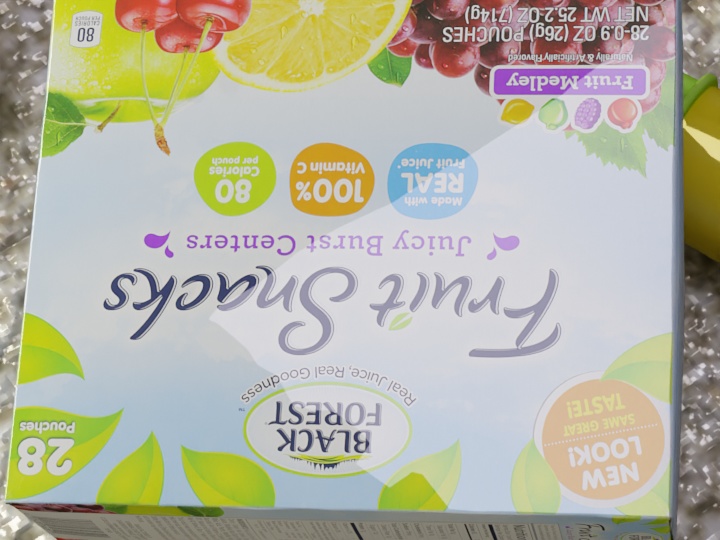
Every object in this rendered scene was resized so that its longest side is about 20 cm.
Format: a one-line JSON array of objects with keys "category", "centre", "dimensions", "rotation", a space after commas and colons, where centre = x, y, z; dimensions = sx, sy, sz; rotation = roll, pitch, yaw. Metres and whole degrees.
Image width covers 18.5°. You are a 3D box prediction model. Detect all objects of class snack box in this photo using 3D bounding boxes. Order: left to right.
[{"category": "snack box", "centre": [0.000, 0.000, 0.685], "dimensions": [0.199, 0.068, 0.170], "rotation": [1, 73, 10]}]

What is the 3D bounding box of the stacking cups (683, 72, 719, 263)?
[{"category": "stacking cups", "centre": [0.059, -0.069, 0.765], "dimensions": [0.199, 0.061, 0.061], "rotation": [31, 65, 18]}]
